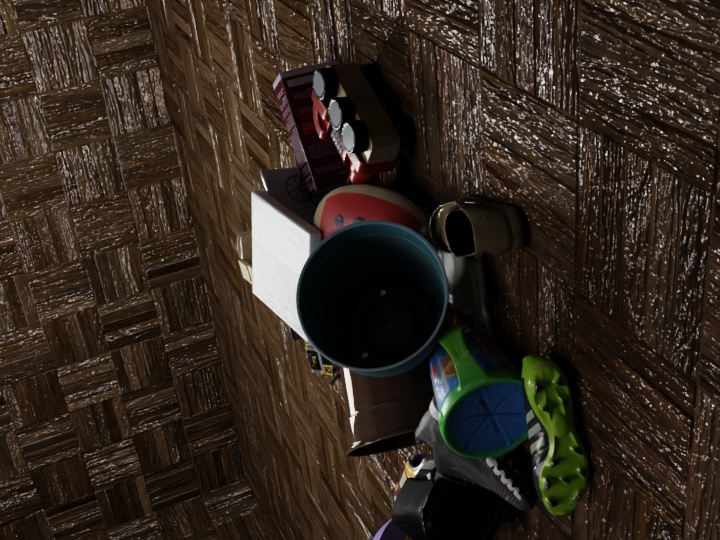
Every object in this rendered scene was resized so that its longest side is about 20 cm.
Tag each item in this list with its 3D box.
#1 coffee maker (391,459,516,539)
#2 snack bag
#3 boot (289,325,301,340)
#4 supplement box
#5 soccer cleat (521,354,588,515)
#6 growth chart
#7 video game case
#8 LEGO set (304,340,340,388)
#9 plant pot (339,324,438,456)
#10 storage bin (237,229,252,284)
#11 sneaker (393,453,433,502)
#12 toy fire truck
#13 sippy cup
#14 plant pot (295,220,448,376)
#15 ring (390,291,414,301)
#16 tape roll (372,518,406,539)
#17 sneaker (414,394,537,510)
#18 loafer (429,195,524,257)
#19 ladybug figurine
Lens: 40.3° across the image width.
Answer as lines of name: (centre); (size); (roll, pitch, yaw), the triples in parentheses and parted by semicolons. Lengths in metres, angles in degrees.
coffee maker: (0.117, 0.366, 1.475); (0.135, 0.192, 0.200); (54, 162, 6)
snack bag: (-0.061, -0.081, 1.616); (0.021, 0.188, 0.201); (-30, 74, 50)
boot: (-0.054, 0.026, 1.669); (0.070, 0.131, 0.201); (68, -154, -44)
supplement box: (-0.060, -0.230, 1.597); (0.061, 0.108, 0.201); (149, 104, -71)
soccer cleat: (0.232, 0.197, 1.189); (0.081, 0.067, 0.201); (-111, 10, -75)
growth chart: (0.127, -0.007, 1.379); (0.200, 0.018, 0.146); (-138, 36, -59)
video game case: (-0.118, -0.010, 1.530); (0.200, 0.023, 0.183); (36, 130, 50)
LEGO set: (-0.032, 0.108, 1.810); (0.115, 0.154, 0.201); (5, 113, 34)
plant pot: (0.052, 0.165, 1.514); (0.200, 0.199, 0.199); (123, 136, -68)
storage bin: (-0.112, -0.039, 1.793); (0.200, 0.198, 0.094); (27, 135, 67)
sneaker: (0.106, 0.369, 1.734); (0.200, 0.074, 0.091); (146, 124, -72)
toy fire truck: (-0.001, -0.188, 1.476); (0.177, 0.128, 0.201); (62, 150, 32)
sippy cup: (0.152, 0.153, 1.285); (0.131, 0.139, 0.179); (-112, 30, -55)
plant pot: (0.030, 0.056, 1.343); (0.188, 0.199, 0.201); (58, -172, -71)
ring: (0.000, 0.000, 1.500); (0.201, 0.200, 0.019); (59, -174, 37)
tape roll: (0.111, 0.483, 1.587); (0.085, 0.199, 0.201); (114, 136, -65)
sneaker: (0.154, 0.267, 1.361); (0.200, 0.066, 0.091); (43, 115, 11)
loafer: (0.130, -0.055, 1.229); (0.200, 0.067, 0.077); (-178, 80, -68)
ladybug figurine: (0.009, -0.056, 1.427); (0.199, 0.072, 0.136); (0, 125, 36)
